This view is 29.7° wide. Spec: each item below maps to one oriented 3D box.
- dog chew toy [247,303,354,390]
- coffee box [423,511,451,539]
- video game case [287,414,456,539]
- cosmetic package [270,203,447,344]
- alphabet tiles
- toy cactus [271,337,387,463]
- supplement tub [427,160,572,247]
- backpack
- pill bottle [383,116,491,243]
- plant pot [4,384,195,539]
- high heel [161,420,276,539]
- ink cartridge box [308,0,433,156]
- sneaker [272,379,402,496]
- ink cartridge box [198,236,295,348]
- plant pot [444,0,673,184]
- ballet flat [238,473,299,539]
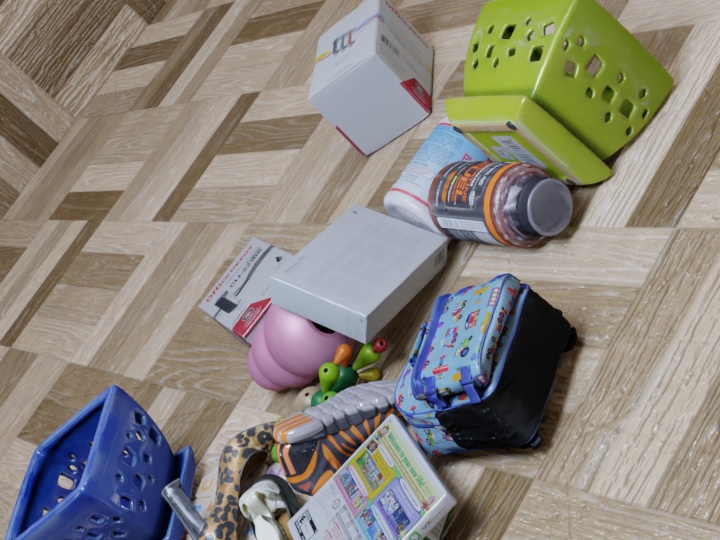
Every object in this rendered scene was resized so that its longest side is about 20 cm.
[{"bbox_3d":[-0.091,0.103,1.851,0.200,0.124,0.125,-44,21,50],"label":"dog chew toy"},{"bbox_3d":[0.020,0.325,1.475,0.123,0.044,0.200,-15,41,46],"label":"coffee box"},{"bbox_3d":[0.008,0.268,1.497,0.182,0.022,0.200,-47,24,3],"label":"video game case"},{"bbox_3d":[0.000,0.000,1.778,0.150,0.052,0.200,24,43,25],"label":"cosmetic package"},{"bbox_3d":[-0.173,0.311,1.805,0.195,0.015,0.201,-17,41,45],"label":"alphabet tiles"},{"bbox_3d":[-0.042,0.172,1.744,0.200,0.102,0.165,-58,10,-15],"label":"toy cactus"},{"bbox_3d":[0.179,-0.085,1.718,0.107,0.107,0.200,-55,28,-15],"label":"supplement tub"},{"bbox_3d":[0.118,0.112,1.520,0.200,0.134,0.183,-18,38,48],"label":"backpack"},{"bbox_3d":[0.128,-0.140,1.861,0.200,0.109,0.109,-54,28,-12],"label":"pill bottle"},{"bbox_3d":[-0.345,0.313,1.861,0.200,0.180,0.200,-38,28,29],"label":"plant pot"},{"bbox_3d":[-0.139,0.286,1.749,0.200,0.072,0.143,-33,59,-16],"label":"high heel"},{"bbox_3d":[0.020,-0.321,2.215,0.144,0.145,0.200,-32,30,28],"label":"ink cartridge box"},{"bbox_3d":[-0.008,0.208,1.641,0.199,0.113,0.078,-19,16,-21],"label":"sneaker"},{"bbox_3d":[-0.141,0.043,2.035,0.144,0.084,0.200,-52,27,-7],"label":"ink cartridge box"},{"bbox_3d":[0.238,-0.220,1.721,0.199,0.200,0.182,9,67,58],"label":"plant pot"},{"bbox_3d":[-0.105,0.299,1.634,0.068,0.068,0.200,-40,37,3],"label":"ballet flat"}]
